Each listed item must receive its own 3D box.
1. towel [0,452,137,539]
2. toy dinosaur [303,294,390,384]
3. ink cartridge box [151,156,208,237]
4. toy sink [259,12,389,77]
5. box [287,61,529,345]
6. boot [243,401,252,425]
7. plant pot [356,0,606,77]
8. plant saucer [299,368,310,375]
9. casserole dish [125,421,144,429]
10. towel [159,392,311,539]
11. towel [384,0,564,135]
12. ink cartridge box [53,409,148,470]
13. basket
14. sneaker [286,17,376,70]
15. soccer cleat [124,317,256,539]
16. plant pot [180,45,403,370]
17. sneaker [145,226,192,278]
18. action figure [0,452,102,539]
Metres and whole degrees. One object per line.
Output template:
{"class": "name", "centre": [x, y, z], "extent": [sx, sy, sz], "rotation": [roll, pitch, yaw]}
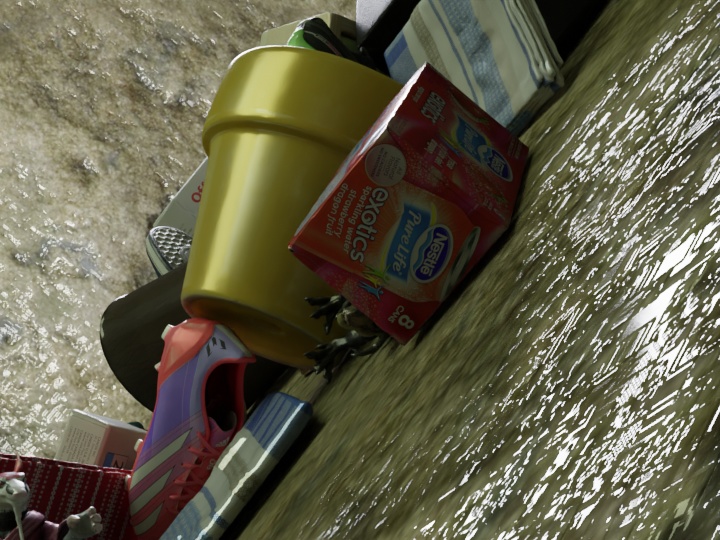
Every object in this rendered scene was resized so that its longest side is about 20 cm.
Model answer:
{"class": "towel", "centre": [-0.236, 0.209, 1.237], "extent": [0.199, 0.022, 0.146], "rotation": [20, -94, -54]}
{"class": "toy dinosaur", "centre": [0.003, 0.024, 1.146], "extent": [0.088, 0.048, 0.200], "rotation": [-34, 9, 19]}
{"class": "ink cartridge box", "centre": [-0.119, -0.047, 1.964], "extent": [0.146, 0.199, 0.084], "rotation": [-54, 5, -37]}
{"class": "toy sink", "centre": [0.011, -0.135, 1.528], "extent": [0.111, 0.199, 0.132], "rotation": [-7, 72, 48]}
{"class": "box", "centre": [0.035, -0.048, 1.054], "extent": [0.100, 0.095, 0.200], "rotation": [-49, 5, 19]}
{"class": "boot", "centre": [-0.158, 0.186, 1.422], "extent": [0.201, 0.070, 0.146], "rotation": [-55, -4, -1]}
{"class": "plant pot", "centre": [0.103, -0.245, 1.434], "extent": [0.200, 0.199, 0.179], "rotation": [-45, 17, 53]}
{"class": "plant saucer", "centre": [0.000, 0.000, 1.438], "extent": [0.201, 0.037, 0.200], "rotation": [-51, 3, 4]}
{"class": "casserole dish", "centre": [-0.242, 0.226, 1.502], "extent": [0.121, 0.038, 0.202], "rotation": [8, -81, -70]}
{"class": "towel", "centre": [-0.105, 0.165, 1.154], "extent": [0.201, 0.024, 0.147], "rotation": [-52, 5, -5]}
{"class": "towel", "centre": [0.081, -0.159, 1.303], "extent": [0.024, 0.148, 0.200], "rotation": [-13, -18, -29]}
{"class": "ink cartridge box", "centre": [-0.224, 0.228, 1.432], "extent": [0.202, 0.044, 0.176], "rotation": [-71, -20, -4]}
{"class": "basket", "centre": [-0.120, 0.044, 1.589], "extent": [0.200, 0.179, 0.137], "rotation": [-36, 36, 40]}
{"class": "sneaker", "centre": [0.005, -0.135, 1.395], "extent": [0.076, 0.200, 0.085], "rotation": [-11, 52, 27]}
{"class": "soccer cleat", "centre": [-0.125, 0.133, 1.261], "extent": [0.066, 0.076, 0.202], "rotation": [-7, -64, -46]}
{"class": "plant pot", "centre": [-0.042, -0.036, 1.274], "extent": [0.201, 0.199, 0.191], "rotation": [141, 151, -70]}
{"class": "sneaker", "centre": [-0.184, 0.067, 1.784], "extent": [0.077, 0.203, 0.147], "rotation": [-18, -28, -51]}
{"class": "action figure", "centre": [-0.227, 0.225, 1.146], "extent": [0.149, 0.132, 0.202], "rotation": [79, -174, -72]}
